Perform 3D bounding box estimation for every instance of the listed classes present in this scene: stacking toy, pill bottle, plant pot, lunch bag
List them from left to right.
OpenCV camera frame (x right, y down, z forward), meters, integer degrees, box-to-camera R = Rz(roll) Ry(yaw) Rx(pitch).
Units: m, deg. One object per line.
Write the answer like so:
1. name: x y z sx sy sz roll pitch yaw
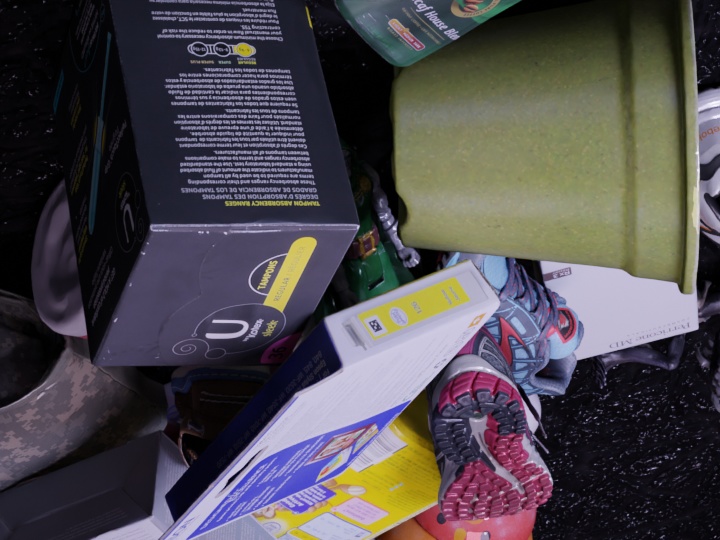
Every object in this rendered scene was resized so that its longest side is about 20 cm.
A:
1. lunch bag: -0.248 0.086 1.702 0.199 0.118 0.164 -17 153 15
2. pill bottle: -0.107 0.002 1.626 0.199 0.111 0.111 11 142 -34
3. stacking toy: 0.095 0.166 1.988 0.145 0.147 0.201 1 128 -22
4. plant pot: 0.112 -0.083 1.522 0.183 0.202 0.201 -2 149 5

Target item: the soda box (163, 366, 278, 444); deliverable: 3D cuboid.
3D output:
1. soda box: -0.105 0.113 1.847 0.199 0.070 0.063 -25 147 18

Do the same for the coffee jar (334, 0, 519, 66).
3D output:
1. coffee jar: 0.080 -0.199 1.397 0.199 0.086 0.104 -26 147 19

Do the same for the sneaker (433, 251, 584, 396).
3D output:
1. sneaker: 0.106 0.020 1.661 0.095 0.080 0.200 12 153 19

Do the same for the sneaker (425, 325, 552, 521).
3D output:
1. sneaker: 0.085 0.106 1.661 0.080 0.075 0.201 -10 145 -1

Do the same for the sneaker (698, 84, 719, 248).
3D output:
1. sneaker: 0.260 -0.047 1.720 0.073 0.080 0.200 -22 149 12

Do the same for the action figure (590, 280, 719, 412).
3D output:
1. action figure: 0.272 0.046 1.854 0.198 0.103 0.119 -10 138 -2

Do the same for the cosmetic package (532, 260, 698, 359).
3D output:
1. cosmetic package: 0.173 -0.023 1.720 0.112 0.082 0.200 -15 148 4

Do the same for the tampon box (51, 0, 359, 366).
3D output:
1. tampon box: -0.095 -0.066 1.435 0.125 0.201 0.150 0 148 -21

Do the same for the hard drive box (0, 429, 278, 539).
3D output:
1. hard drive box: -0.146 0.217 1.716 0.155 0.077 0.200 -21 133 24

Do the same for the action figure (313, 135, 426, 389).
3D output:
1. action figure: 0.000 0.000 1.608 0.118 0.054 0.201 -38 127 -33

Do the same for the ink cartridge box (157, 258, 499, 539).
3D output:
1. ink cartridge box: -0.034 0.086 1.498 0.199 0.047 0.198 -17 157 -48

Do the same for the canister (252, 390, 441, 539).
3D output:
1. canister: -0.022 0.144 1.774 0.199 0.087 0.148 -30 142 26

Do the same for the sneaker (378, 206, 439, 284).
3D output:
1. sneaker: 0.052 0.004 1.746 0.106 0.075 0.200 -22 149 -10

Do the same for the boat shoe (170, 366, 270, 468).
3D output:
1. boat shoe: -0.095 0.100 1.641 0.072 0.073 0.200 4 167 0
